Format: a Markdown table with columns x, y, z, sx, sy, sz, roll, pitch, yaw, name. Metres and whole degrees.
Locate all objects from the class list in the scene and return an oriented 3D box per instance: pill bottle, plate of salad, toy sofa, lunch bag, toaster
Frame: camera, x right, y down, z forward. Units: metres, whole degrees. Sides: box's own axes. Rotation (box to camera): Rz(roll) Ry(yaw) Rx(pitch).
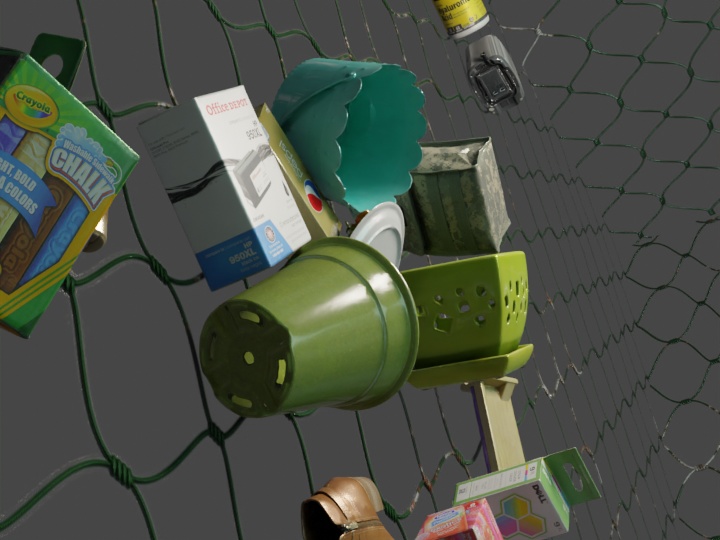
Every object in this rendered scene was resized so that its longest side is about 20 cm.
| x | y | z | sx | sy | sz | roll | pitch | yaw | name |
| --- | --- | --- | --- | --- | --- | --- | --- | --- | --- |
| 0.229 | -0.682 | 2.721 | 0.201 | 0.111 | 0.111 | 61 | 22 | -18 | pill bottle |
| 0.000 | 0.000 | 1.478 | 0.200 | 0.048 | 0.201 | -48 | 151 | -39 | plate of salad |
| 0.223 | 0.281 | 1.846 | 0.082 | 0.097 | 0.201 | 13 | 55 | -36 | toy sofa |
| 0.118 | -0.112 | 1.747 | 0.118 | 0.199 | 0.165 | -59 | 139 | -50 | lunch bag |
| 0.335 | -0.509 | 2.824 | 0.200 | 0.113 | 0.130 | 49 | 24 | -37 | toaster |

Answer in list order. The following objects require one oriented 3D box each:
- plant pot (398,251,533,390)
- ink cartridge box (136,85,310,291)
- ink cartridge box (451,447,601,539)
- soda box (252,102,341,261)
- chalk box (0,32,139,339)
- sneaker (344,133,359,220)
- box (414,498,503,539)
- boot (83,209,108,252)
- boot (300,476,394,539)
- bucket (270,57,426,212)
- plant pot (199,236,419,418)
| x | y | z | sx | sy | sz | roll | pitch | yaw | name |
| --- | --- | --- | --- | --- | --- | --- | --- | --- | --- |
| 0.156 | 0.076 | 1.692 | 0.199 | 0.199 | 0.183 | -5 | 84 | -69 | plant pot |
| -0.150 | -0.097 | 1.244 | 0.201 | 0.084 | 0.145 | 66 | 20 | -7 | ink cartridge box |
| 0.248 | 0.347 | 1.648 | 0.104 | 0.199 | 0.059 | 60 | 22 | -19 | ink cartridge box |
| -0.102 | -0.104 | 1.395 | 0.201 | 0.067 | 0.064 | 58 | 23 | -26 | soda box |
| -0.255 | -0.077 | 0.781 | 0.124 | 0.124 | 0.201 | 46 | 67 | -45 | chalk box |
| -0.014 | -0.143 | 1.637 | 0.200 | 0.073 | 0.119 | 37 | 30 | -59 | sneaker |
| 0.158 | 0.428 | 1.495 | 0.201 | 0.094 | 0.103 | 67 | 20 | -5 | box |
| -0.299 | -0.112 | 0.946 | 0.200 | 0.072 | 0.167 | 38 | 25 | -52 | boot |
| 0.007 | 0.327 | 1.237 | 0.155 | 0.076 | 0.201 | 6 | 62 | -69 | boot |
| -0.019 | -0.185 | 1.481 | 0.207 | 0.134 | 0.209 | -28 | 127 | -46 | bucket |
| -0.068 | 0.074 | 1.179 | 0.190 | 0.199 | 0.201 | -14 | 83 | -57 | plant pot |
